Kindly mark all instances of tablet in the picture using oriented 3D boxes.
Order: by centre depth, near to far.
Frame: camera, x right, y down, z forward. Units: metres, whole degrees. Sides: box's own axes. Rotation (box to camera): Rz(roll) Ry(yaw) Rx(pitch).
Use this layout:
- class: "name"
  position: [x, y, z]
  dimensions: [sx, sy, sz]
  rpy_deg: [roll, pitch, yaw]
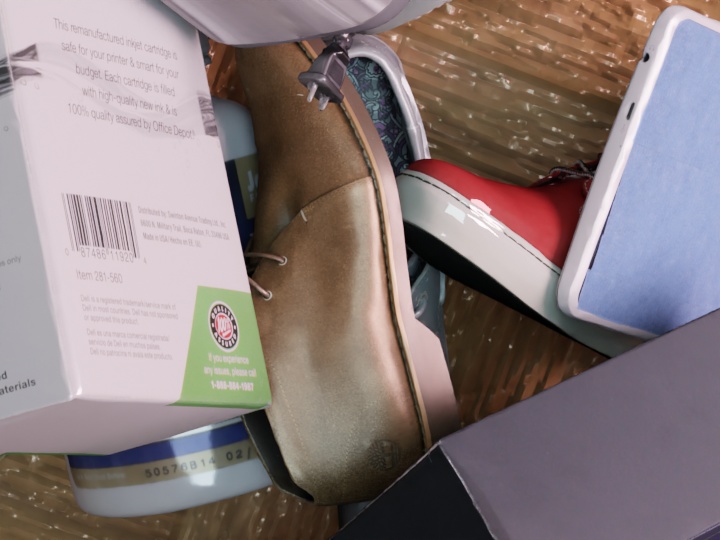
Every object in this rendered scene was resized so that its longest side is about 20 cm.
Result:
- class: "tablet"
  position: [0.166, -0.024, 1.142]
  dimensions: [0.200, 0.014, 0.131]
  rpy_deg: [17, 94, -45]

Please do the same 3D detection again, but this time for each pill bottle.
- class: "pill bottle"
  position: [-0.085, -0.007, 1.135]
  dimensions: [0.111, 0.111, 0.201]
  rpy_deg: [-13, 96, -3]

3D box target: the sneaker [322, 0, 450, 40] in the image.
- class: "sneaker"
  position: [0.003, -0.153, 1.084]
  dimensions: [0.075, 0.200, 0.105]
  rpy_deg: [-33, 102, -20]

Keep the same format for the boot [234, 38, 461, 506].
- class: "boot"
  position: [-0.023, -0.006, 1.075]
  dimensions: [0.075, 0.074, 0.201]
  rpy_deg: [-15, 85, -17]

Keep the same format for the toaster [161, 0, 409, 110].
- class: "toaster"
  position: [-0.044, -0.171, 0.997]
  dimensions: [0.113, 0.129, 0.201]
  rpy_deg: [-4, 70, 34]

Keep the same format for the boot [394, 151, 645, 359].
- class: "boot"
  position: [0.105, -0.042, 1.135]
  dimensions: [0.200, 0.072, 0.145]
  rpy_deg: [25, 92, -43]

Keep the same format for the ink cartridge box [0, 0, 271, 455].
- class: "ink cartridge box"
  position: [-0.116, -0.039, 1.003]
  dimensions: [0.084, 0.146, 0.201]
  rpy_deg: [-17, 79, 24]

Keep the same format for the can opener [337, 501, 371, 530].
- class: "can opener"
  position: [0.027, 0.152, 1.130]
  dimensions: [0.067, 0.053, 0.201]
  rpy_deg: [-3, 89, -4]

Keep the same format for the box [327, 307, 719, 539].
- class: "box"
  position: [0.089, 0.088, 1.050]
  dimensions: [0.200, 0.141, 0.079]
  rpy_deg: [-22, 73, -35]

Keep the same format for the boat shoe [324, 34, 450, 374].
- class: "boat shoe"
  position: [0.001, -0.001, 1.161]
  dimensions: [0.070, 0.072, 0.202]
  rpy_deg: [-6, 96, -4]

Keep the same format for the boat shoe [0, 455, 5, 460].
- class: "boat shoe"
  position: [-0.202, 0.083, 1.158]
  dimensions: [0.200, 0.065, 0.071]
  rpy_deg: [-45, 96, 1]
